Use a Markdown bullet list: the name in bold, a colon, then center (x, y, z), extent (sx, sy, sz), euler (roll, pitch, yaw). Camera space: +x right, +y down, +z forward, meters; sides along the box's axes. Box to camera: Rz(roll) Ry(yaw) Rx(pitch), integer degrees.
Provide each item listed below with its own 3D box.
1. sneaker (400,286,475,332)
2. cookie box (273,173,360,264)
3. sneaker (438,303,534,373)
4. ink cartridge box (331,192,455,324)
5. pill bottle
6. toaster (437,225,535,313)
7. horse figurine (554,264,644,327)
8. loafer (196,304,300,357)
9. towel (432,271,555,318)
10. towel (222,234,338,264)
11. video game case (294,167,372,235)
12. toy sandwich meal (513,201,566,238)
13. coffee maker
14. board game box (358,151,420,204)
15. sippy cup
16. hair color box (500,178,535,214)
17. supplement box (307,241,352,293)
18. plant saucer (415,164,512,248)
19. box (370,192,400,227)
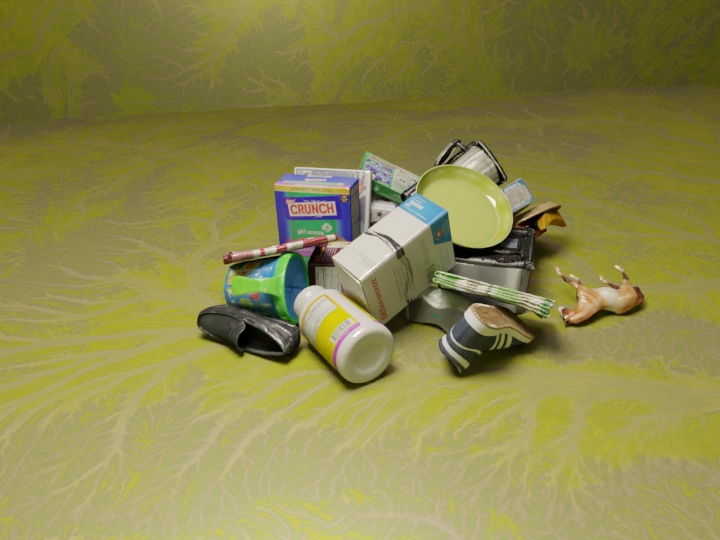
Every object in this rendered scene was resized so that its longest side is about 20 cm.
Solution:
- **sneaker**: center (0.144, 0.065, 1.060), extent (0.200, 0.071, 0.080), euler (25, 30, 31)
- **cookie box**: center (-0.091, -0.103, 1.242), extent (0.171, 0.200, 0.075), euler (5, 28, 13)
- **sneaker**: center (0.207, 0.117, 0.947), extent (0.200, 0.109, 0.070), euler (15, 32, -48)
- **ink cartridge box**: center (0.063, -0.016, 0.990), extent (0.200, 0.145, 0.084), euler (-38, 51, -17)
- **pill bottle**: center (-0.037, 0.097, 0.957), extent (0.104, 0.104, 0.200), euler (-17, 31, -27)
- **toaster**: center (0.253, -0.010, 1.129), extent (0.181, 0.119, 0.200), euler (6, 28, 16)
- **horse figurine**: center (0.461, 0.044, 1.080), extent (0.200, 0.050, 0.133), euler (0, 39, -9)
- **loafer**: center (-0.203, 0.106, 0.988), extent (0.200, 0.068, 0.070), euler (11, 21, 17)
- **towel**: center (0.230, 0.046, 0.984), extent (0.200, 0.031, 0.149), euler (15, -4, 17)
- **towel**: center (-0.156, -0.043, 1.077), extent (0.200, 0.023, 0.144), euler (-13, 4, -21)
- **video game case**: center (-0.067, -0.133, 1.304), extent (0.182, 0.200, 0.023), euler (5, 11, 14)
- **toy sandwich meal**: center (0.372, -0.084, 1.275), extent (0.205, 0.070, 0.205), euler (-25, -9, -4)
- **coffee maker**: center (0.202, -0.171, 1.248), extent (0.200, 0.192, 0.135), euler (-36, 71, 1)
- **board game box**: center (0.090, -0.207, 1.357), extent (0.200, 0.029, 0.135), euler (24, 34, -7)
- **sippy cup**: center (-0.179, 0.033, 1.064), extent (0.130, 0.178, 0.140), euler (-1, 51, 14)
- **hair color box**: center (0.292, -0.123, 1.266), extent (0.100, 0.061, 0.200), euler (-29, -8, -18)
- **supplement box**: center (0.000, 0.000, 1.162), extent (0.200, 0.086, 0.110), euler (1, 28, 6)
- **plant saucer**: center (0.197, -0.119, 1.097), extent (0.200, 0.031, 0.200), euler (8, 57, -13)
- **box**: center (0.004, -0.130, 1.382), extent (0.200, 0.115, 0.132), euler (8, 28, 18)
